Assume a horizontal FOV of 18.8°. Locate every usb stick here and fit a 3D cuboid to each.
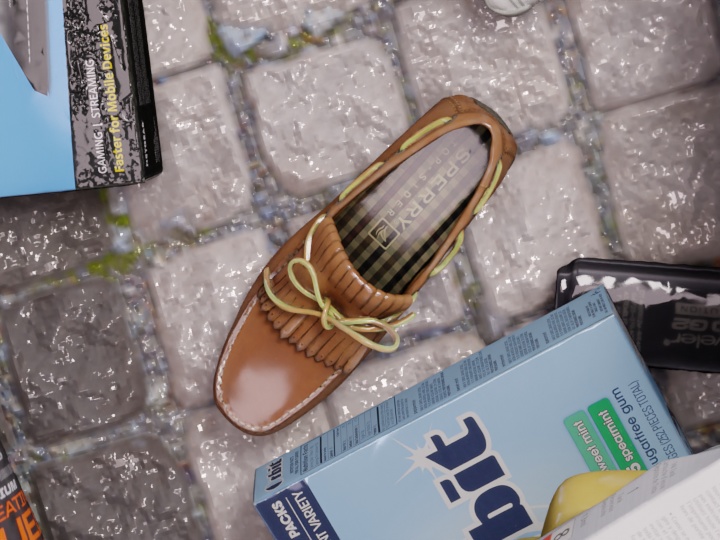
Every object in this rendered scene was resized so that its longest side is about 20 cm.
[{"bbox_3d":[0.195,0.026,1.075,0.198,0.033,0.056,4,107,4],"label":"usb stick"}]

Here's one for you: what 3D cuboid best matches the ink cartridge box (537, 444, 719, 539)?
[{"bbox_3d":[0.185,0.137,0.884,0.199,0.050,0.163,-34,95,16],"label":"ink cartridge box"}]

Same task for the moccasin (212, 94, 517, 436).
[{"bbox_3d":[0.001,0.001,1.066,0.201,0.078,0.074,-43,92,9],"label":"moccasin"}]

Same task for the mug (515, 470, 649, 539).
[{"bbox_3d":[0.124,0.168,1.002,0.152,0.149,0.188,4,100,6],"label":"mug"}]

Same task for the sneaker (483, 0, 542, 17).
[{"bbox_3d":[0.024,-0.198,1.042,0.200,0.078,0.100,42,109,4],"label":"sneaker"}]

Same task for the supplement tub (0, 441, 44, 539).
[{"bbox_3d":[-0.220,0.125,1.087,0.106,0.107,0.201,-23,95,8],"label":"supplement tub"}]

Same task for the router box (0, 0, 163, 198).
[{"bbox_3d":[-0.184,-0.137,1.077,0.148,0.051,0.202,-6,97,7],"label":"router box"}]

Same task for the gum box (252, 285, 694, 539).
[{"bbox_3d":[0.073,0.130,1.076,0.199,0.045,0.171,-27,107,8],"label":"gum box"}]
